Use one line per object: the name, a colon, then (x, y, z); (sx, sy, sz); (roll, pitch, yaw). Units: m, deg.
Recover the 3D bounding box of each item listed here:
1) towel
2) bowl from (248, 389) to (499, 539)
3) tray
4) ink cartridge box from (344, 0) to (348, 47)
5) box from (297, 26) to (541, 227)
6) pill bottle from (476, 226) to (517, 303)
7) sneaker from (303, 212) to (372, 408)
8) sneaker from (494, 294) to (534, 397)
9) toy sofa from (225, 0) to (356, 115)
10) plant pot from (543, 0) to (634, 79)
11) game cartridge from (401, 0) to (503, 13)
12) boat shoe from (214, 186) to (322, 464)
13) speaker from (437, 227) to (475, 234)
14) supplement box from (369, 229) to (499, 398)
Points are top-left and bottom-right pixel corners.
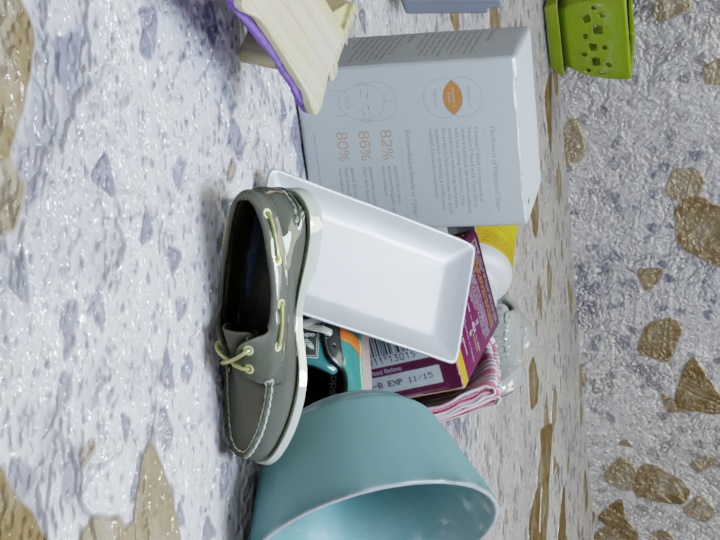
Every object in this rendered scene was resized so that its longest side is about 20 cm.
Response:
towel: (0.060, 0.107, 1.278); (0.200, 0.144, 0.030); (-67, 139, -78)
bowl: (0.000, 0.167, 1.064); (0.201, 0.198, 0.106); (65, 8, -56)
tray: (0.000, 0.000, 1.109); (0.022, 0.198, 0.109); (-24, -129, 59)
ink cartridge box: (-0.046, -0.295, 1.123); (0.109, 0.050, 0.203); (51, 36, -67)
box: (0.055, -0.127, 1.226); (0.107, 0.197, 0.154); (-60, 146, -63)
pill bottle: (0.146, -0.028, 1.738); (0.105, 0.103, 0.202); (73, 21, -45)
sneaker: (-0.033, 0.045, 1.126); (0.080, 0.070, 0.203); (-26, 109, -68)
sneaker: (0.209, 0.115, 2.065); (0.100, 0.074, 0.201); (60, 27, -24)
toy sofa: (-0.076, -0.196, 0.960); (0.200, 0.082, 0.099); (49, 57, -67)
plant pot: (0.496, -0.541, 2.953); (0.200, 0.179, 0.202); (-71, 155, -51)
game cartridge: (0.109, -0.370, 1.577); (0.041, 0.131, 0.202); (73, 22, -45)
boat shoe: (-0.076, 0.040, 0.981); (0.060, 0.072, 0.205); (1, 99, -47)
speaker: (0.079, -0.098, 1.546); (0.201, 0.080, 0.082); (73, 22, -45)
supplement box: (0.043, 0.044, 1.273); (0.200, 0.129, 0.105); (-44, 119, -68)
